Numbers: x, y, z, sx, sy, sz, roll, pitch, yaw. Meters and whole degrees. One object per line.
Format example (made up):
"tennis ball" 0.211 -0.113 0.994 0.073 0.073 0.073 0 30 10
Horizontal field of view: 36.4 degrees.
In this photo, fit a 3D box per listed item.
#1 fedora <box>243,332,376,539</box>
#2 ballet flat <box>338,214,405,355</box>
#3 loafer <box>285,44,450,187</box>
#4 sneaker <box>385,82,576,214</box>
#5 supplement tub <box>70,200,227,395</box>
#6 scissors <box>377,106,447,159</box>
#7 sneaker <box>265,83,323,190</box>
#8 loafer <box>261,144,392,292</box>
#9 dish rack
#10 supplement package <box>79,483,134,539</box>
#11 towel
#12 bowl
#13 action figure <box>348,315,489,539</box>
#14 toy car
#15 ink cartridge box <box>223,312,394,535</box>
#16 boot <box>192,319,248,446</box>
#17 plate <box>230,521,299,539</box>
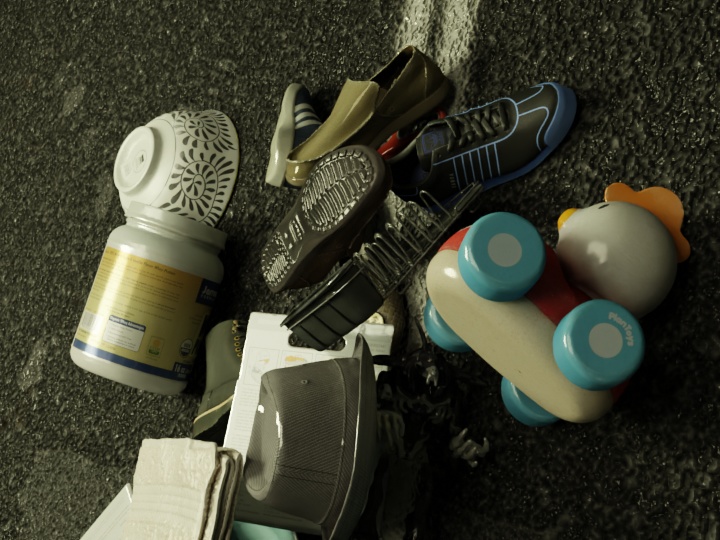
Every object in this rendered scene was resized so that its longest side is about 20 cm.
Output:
"fedora" -0.047 0.137 0.920 0.200 0.089 0.178 -105 26 -67
"ballet flat" 0.000 0.000 1.116 0.067 0.046 0.201 -35 51 33
"loafer" -0.002 -0.158 1.105 0.200 0.068 0.076 -38 27 -15
"sneaker" 0.106 -0.119 1.029 0.199 0.078 0.071 -34 52 34
"supplement tub" -0.245 0.032 1.291 0.144 0.144 0.202 15 86 49
"scissors" 0.016 -0.119 1.177 0.199 0.014 0.074 -16 64 44
"sneaker" -0.055 -0.143 1.222 0.201 0.084 0.075 -88 14 -56
"loafer" -0.026 -0.051 1.073 0.200 0.071 0.074 -44 56 42
"dish rack" 0.026 -0.013 0.998 0.200 0.055 0.153 -46 4 -28
"supplement package" -0.193 0.335 1.091 0.121 0.119 0.201 -48 45 18
"towel" -0.166 0.218 0.974 0.199 0.034 0.134 -14 62 57
"bowl" -0.253 -0.128 1.406 0.200 0.094 0.202 -22 58 40
"action figure" 0.051 0.144 0.955 0.102 0.118 0.202 -172 94 -78
"toy car" 0.171 -0.003 0.862 0.177 0.185 0.200 42 72 8
"ink cartridge box" -0.048 0.150 1.062 0.161 0.057 0.202 4 71 22
"boot" -0.114 0.096 1.184 0.199 0.077 0.139 -28 50 36
"plate" -0.120 0.327 1.126 0.199 0.025 0.202 -20 61 41
